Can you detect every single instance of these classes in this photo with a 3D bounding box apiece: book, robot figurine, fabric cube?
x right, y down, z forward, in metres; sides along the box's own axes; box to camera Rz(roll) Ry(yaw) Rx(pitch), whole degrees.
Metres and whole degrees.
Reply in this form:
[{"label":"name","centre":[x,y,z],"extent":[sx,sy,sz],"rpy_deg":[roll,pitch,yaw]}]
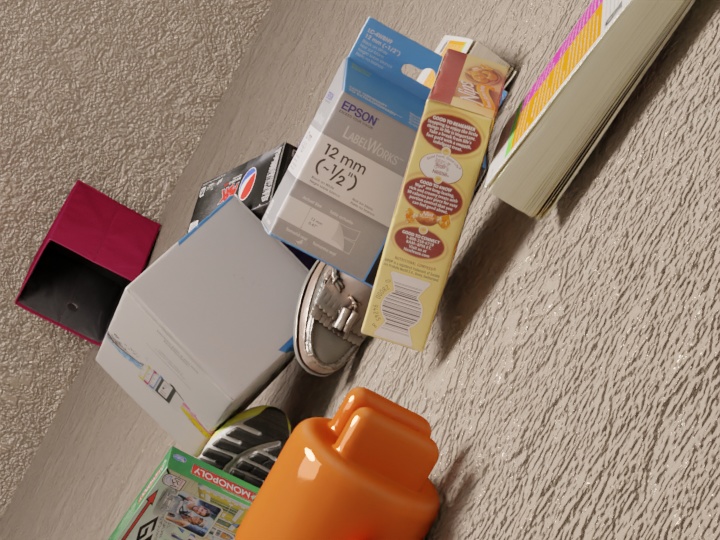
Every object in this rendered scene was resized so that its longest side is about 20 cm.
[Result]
[{"label":"book","centre":[0.068,-0.150,1.583],"extent":[0.134,0.048,0.200],"rpy_deg":[-56,12,5]},{"label":"book","centre":[0.164,-0.150,1.208],"extent":[0.201,0.048,0.134],"rpy_deg":[-56,10,28]},{"label":"robot figurine","centre":[-0.023,0.182,1.162],"extent":[0.144,0.116,0.201],"rpy_deg":[39,106,38]},{"label":"fabric cube","centre":[-0.536,-0.013,3.378],"extent":[0.197,0.199,0.200],"rpy_deg":[-54,13,36]}]

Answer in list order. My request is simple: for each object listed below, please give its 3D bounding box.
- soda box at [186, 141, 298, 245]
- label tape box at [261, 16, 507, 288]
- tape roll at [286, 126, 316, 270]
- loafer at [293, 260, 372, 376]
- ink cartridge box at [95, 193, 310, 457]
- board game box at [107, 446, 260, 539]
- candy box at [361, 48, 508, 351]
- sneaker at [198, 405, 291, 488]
[{"label":"soda box","centre":[-0.094,-0.063,1.654],"extent":[0.199,0.070,0.064],"rpy_deg":[-17,53,61]},{"label":"label tape box","centre":[0.024,-0.091,1.449],"extent":[0.201,0.142,0.066],"rpy_deg":[-62,13,7]},{"label":"tape roll","centre":[-0.031,-0.073,1.767],"extent":[0.201,0.084,0.200],"rpy_deg":[-58,13,22]},{"label":"loafer","centre":[0.000,0.000,1.546],"extent":[0.063,0.072,0.201],"rpy_deg":[-21,40,59]},{"label":"ink cartridge box","centre":[-0.141,0.058,1.629],"extent":[0.147,0.145,0.200],"rpy_deg":[-44,-4,-26]},{"label":"board game box","centre":[-0.149,0.249,1.484],"extent":[0.201,0.134,0.029],"rpy_deg":[-54,15,35]},{"label":"candy box","centre":[0.057,-0.054,1.308],"extent":[0.116,0.055,0.202],"rpy_deg":[-70,-3,-63]},{"label":"sneaker","centre":[-0.122,0.183,1.638],"extent":[0.200,0.078,0.091],"rpy_deg":[-53,14,39]}]
